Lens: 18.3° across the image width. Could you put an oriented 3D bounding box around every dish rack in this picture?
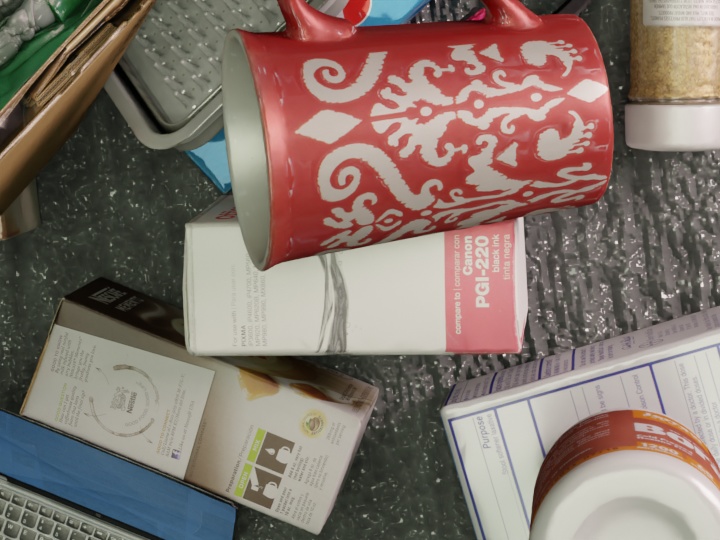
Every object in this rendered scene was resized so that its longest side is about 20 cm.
[{"bbox_3d":[-0.095,-0.174,1.362,0.172,0.043,0.200,-43,51,8],"label":"dish rack"}]

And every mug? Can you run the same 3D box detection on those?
[{"bbox_3d":[0.033,-0.093,1.232,0.198,0.134,0.178,-7,137,-12],"label":"mug"}]

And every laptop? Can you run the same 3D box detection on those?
[{"bbox_3d":[-0.186,0.192,1.416,0.186,0.116,0.202,22,99,4],"label":"laptop"}]

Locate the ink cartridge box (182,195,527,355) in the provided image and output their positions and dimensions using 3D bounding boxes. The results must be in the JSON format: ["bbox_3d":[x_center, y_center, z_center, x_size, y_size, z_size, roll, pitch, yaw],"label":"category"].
[{"bbox_3d":[0.000,0.000,1.360,0.198,0.146,0.086,-2,98,6],"label":"ink cartridge box"}]

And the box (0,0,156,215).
[{"bbox_3d":[-0.189,-0.076,1.271,0.021,0.200,0.164,40,59,-4],"label":"box"}]

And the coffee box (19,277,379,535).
[{"bbox_3d":[-0.097,0.082,1.397,0.198,0.114,0.080,21,98,3],"label":"coffee box"}]

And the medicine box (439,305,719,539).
[{"bbox_3d":[0.168,0.137,1.380,0.198,0.103,0.184,-16,94,8],"label":"medicine box"}]

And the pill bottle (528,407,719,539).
[{"bbox_3d":[0.149,0.137,1.229,0.111,0.200,0.113,1,97,5],"label":"pill bottle"}]

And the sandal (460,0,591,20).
[{"bbox_3d":[0.053,-0.125,1.379,0.199,0.075,0.045,-31,93,11],"label":"sandal"}]

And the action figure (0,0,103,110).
[{"bbox_3d":[-0.180,-0.172,1.328,0.200,0.055,0.118,-41,49,-20],"label":"action figure"}]

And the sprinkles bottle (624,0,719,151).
[{"bbox_3d":[0.196,-0.175,1.359,0.068,0.068,0.202,1,96,6],"label":"sprinkles bottle"}]

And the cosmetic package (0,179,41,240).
[{"bbox_3d":[-0.270,-0.117,1.407,0.102,0.087,0.202,-7,95,8],"label":"cosmetic package"}]

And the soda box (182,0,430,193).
[{"bbox_3d":[-0.032,-0.141,1.390,0.200,0.064,0.068,-44,91,9],"label":"soda box"}]
